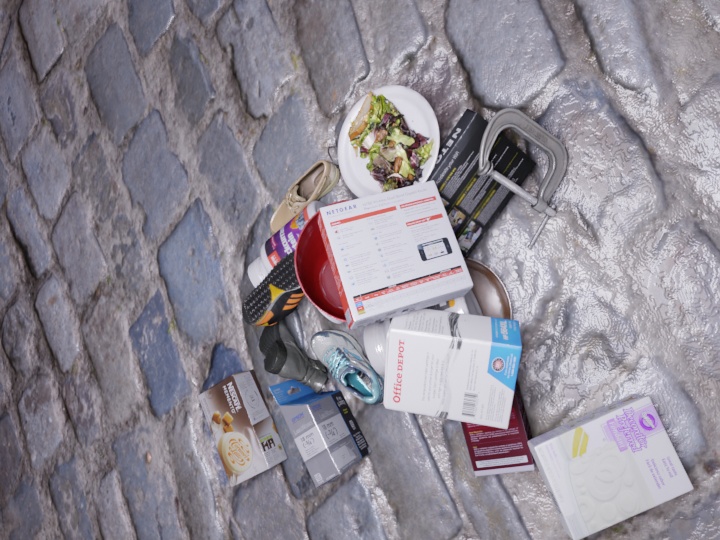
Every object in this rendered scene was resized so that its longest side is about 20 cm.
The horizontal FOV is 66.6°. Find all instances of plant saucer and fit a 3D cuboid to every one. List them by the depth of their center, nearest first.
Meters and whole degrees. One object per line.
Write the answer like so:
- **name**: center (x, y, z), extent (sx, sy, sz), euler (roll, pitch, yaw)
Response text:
- **plant saucer**: center (0.178, 0.079, 0.998), extent (0.194, 0.032, 0.207), euler (-1, 88, 25)

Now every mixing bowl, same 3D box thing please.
- **mixing bowl**: center (-0.012, 0.001, 0.903), extent (0.193, 0.109, 0.206), euler (3, 70, -7)

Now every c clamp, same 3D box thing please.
- **c clamp**: center (0.266, -0.158, 0.907), extent (0.197, 0.027, 0.173), euler (32, 93, -21)

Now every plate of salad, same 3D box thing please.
- **plate of salad**: center (0.040, -0.216, 0.939), extent (0.195, 0.048, 0.207), euler (-1, 88, 27)

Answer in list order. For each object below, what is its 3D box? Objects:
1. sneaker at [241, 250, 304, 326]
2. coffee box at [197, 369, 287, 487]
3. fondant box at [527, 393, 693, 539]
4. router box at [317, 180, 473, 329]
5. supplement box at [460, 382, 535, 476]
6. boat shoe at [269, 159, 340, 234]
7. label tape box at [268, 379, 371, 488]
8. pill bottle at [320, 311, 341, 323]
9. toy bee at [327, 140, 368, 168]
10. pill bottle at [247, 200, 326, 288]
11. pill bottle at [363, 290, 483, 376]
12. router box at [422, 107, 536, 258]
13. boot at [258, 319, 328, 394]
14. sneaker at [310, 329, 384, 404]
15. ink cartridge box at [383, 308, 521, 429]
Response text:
- **sneaker**: center (-0.135, 0.034, 1.050), extent (0.199, 0.090, 0.071), euler (-40, 63, 14)
- **coffee box**: center (-0.250, 0.331, 1.163), extent (0.113, 0.079, 0.205), euler (-29, 78, 21)
- **fondant box**: center (0.382, 0.301, 0.853), extent (0.195, 0.058, 0.148), euler (-24, 79, 1)
- **router box**: center (0.051, -0.027, 0.839), extent (0.194, 0.049, 0.184), euler (-14, 73, -14)
- **supplement box**: center (0.224, 0.238, 0.939), extent (0.106, 0.061, 0.206), euler (-14, 94, 23)
- **boat shoe**: center (-0.127, -0.150, 1.126), extent (0.200, 0.064, 0.072), euler (-47, 72, 16)
- **label tape box**: center (-0.074, 0.287, 1.048), extent (0.063, 0.143, 0.203), euler (-34, 76, 19)
- **pill bottle**: center (0.000, 0.000, 1.036), extent (0.200, 0.115, 0.117), euler (-44, 73, 17)
- **toy bee**: center (0.047, -0.208, 1.022), extent (0.108, 0.132, 0.201), euler (-37, 77, -26)
- **pill bottle**: center (-0.130, -0.036, 1.099), extent (0.198, 0.111, 0.113), euler (-37, 75, 19)
- **pill bottle**: center (0.110, 0.106, 0.950), extent (0.196, 0.116, 0.120), euler (-24, 79, 22)
- **router box**: center (0.184, -0.146, 0.943), extent (0.147, 0.051, 0.202), euler (31, 103, -21)
- **boot**: center (-0.134, 0.170, 1.108), extent (0.129, 0.201, 0.068), euler (31, 104, -24)
- **sneaker**: center (-0.024, 0.182, 1.059), extent (0.198, 0.086, 0.079), euler (34, 101, 21)
- **ink cartridge box**: center (0.139, 0.146, 0.849), extent (0.193, 0.085, 0.150), euler (8, 116, 10)
